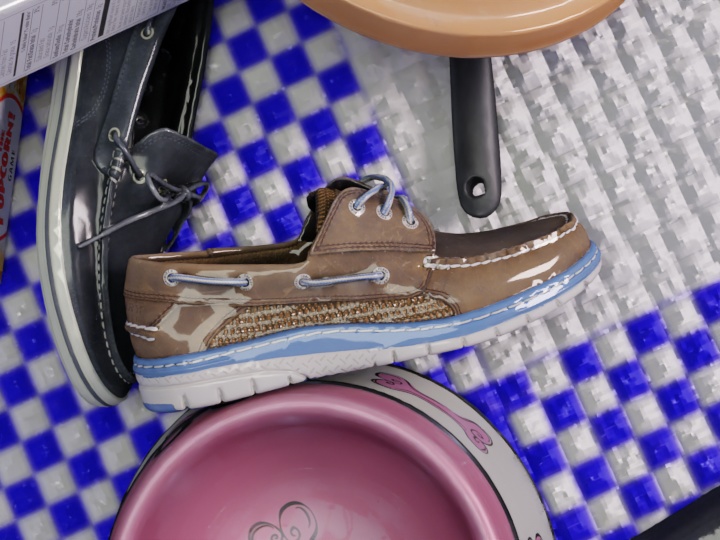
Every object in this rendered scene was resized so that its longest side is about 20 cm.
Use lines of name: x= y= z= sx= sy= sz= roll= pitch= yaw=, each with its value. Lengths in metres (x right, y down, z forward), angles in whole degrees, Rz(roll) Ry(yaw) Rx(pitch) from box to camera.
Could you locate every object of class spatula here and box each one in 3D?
spatula: x=0.044 y=-0.122 z=0.881 sx=0.056 sy=0.021 sz=0.201 roll=-8 pitch=86 yaw=20

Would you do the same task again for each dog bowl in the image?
dog bowl: x=-0.018 y=0.134 z=0.843 sx=0.199 sy=0.074 sz=0.201 roll=-1 pitch=85 yaw=9

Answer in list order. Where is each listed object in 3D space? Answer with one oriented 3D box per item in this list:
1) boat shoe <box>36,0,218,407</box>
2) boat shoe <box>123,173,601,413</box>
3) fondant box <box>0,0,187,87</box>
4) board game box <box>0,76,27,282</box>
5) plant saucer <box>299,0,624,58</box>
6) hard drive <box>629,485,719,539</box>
boat shoe: x=-0.096 y=-0.042 z=0.871 sx=0.062 sy=0.075 sz=0.201 roll=1 pitch=80 yaw=15
boat shoe: x=0.000 y=0.000 z=0.832 sx=0.199 sy=0.072 sz=0.073 roll=-15 pitch=101 yaw=-8
fondant box: x=-0.141 y=-0.162 z=0.832 sx=0.200 sy=0.058 sz=0.144 roll=-29 pitch=72 yaw=-29
board game box: x=-0.224 y=-0.102 z=0.907 sx=0.151 sy=0.046 sz=0.201 roll=6 pitch=85 yaw=8
plant saucer: x=0.035 y=-0.179 z=0.835 sx=0.199 sy=0.032 sz=0.201 roll=6 pitch=61 yaw=-11
hard drive: x=0.183 y=0.183 z=0.823 sx=0.135 sy=0.042 sz=0.200 roll=-32 pitch=81 yaw=5
